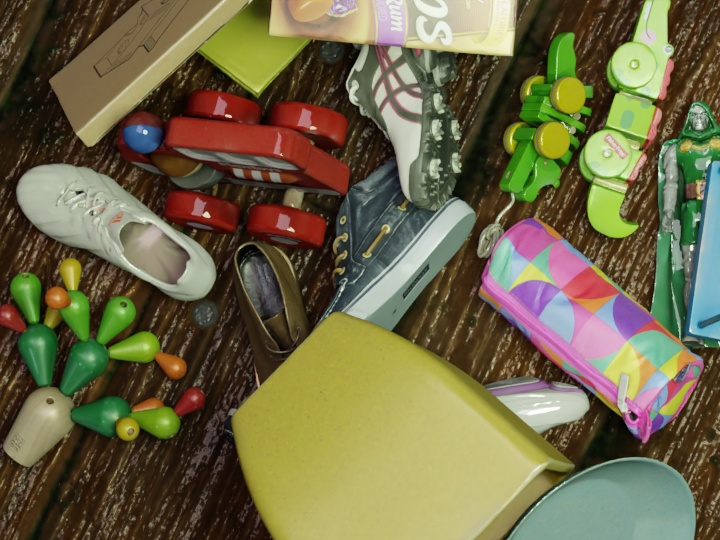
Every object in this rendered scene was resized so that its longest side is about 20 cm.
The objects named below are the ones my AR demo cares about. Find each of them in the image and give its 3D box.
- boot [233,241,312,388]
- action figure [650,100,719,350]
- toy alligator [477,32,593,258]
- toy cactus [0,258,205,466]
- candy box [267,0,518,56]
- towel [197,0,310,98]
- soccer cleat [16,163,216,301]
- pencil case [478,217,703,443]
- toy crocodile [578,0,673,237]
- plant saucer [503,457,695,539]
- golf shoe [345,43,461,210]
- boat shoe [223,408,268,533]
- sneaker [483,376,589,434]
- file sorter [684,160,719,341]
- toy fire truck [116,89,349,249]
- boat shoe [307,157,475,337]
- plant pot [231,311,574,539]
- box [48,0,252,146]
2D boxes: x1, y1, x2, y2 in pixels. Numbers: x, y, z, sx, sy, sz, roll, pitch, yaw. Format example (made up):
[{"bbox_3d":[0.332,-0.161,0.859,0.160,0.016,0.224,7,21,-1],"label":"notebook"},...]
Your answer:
[{"bbox_3d":[-0.061,0.070,1.697,0.073,0.075,0.202,-23,78,3],"label":"boot"},{"bbox_3d":[0.280,-0.040,1.667,0.117,0.055,0.202,-5,77,9],"label":"action figure"},{"bbox_3d":[0.152,-0.096,1.701,0.054,0.059,0.202,23,83,-27],"label":"toy alligator"},{"bbox_3d":[-0.240,0.094,1.725,0.199,0.102,0.166,39,98,6],"label":"toy cactus"},{"bbox_3d":[0.028,-0.238,1.646,0.198,0.056,0.118,4,99,-3],"label":"candy box"},{"bbox_3d":[-0.053,-0.239,1.754,0.086,0.018,0.200,36,73,17],"label":"towel"},{"bbox_3d":[-0.209,-0.039,1.741,0.199,0.078,0.070,29,86,14],"label":"soccer cleat"},{"bbox_3d":[0.182,0.046,1.640,0.200,0.088,0.088,42,89,24],"label":"pencil case"},{"bbox_3d":[0.222,-0.127,1.685,0.061,0.068,0.202,17,85,2],"label":"toy crocodile"},{"bbox_3d":[0.168,0.221,1.589,0.201,0.201,0.039,-47,43,-1],"label":"plant saucer"},{"bbox_3d":[0.035,-0.132,1.707,0.087,0.077,0.202,-11,56,16],"label":"golf shoe"},{"bbox_3d":[-0.046,0.195,1.672,0.199,0.075,0.066,41,79,4],"label":"boat shoe"},{"bbox_3d":[0.094,0.146,1.665,0.198,0.075,0.101,-18,89,12],"label":"sneaker"},{"bbox_3d":[0.369,-0.007,1.578,0.198,0.123,0.140,11,81,-7],"label":"file sorter"},{"bbox_3d":[-0.110,-0.096,1.679,0.198,0.168,0.113,9,81,25],"label":"toy fire truck"},{"bbox_3d":[0.000,0.000,1.692,0.091,0.071,0.200,36,69,19],"label":"boat shoe"},{"bbox_3d":[0.017,0.142,1.544,0.195,0.194,0.200,-44,77,4],"label":"plant pot"},{"bbox_3d":[-0.173,-0.198,1.734,0.200,0.164,0.021,-42,116,1],"label":"box"}]
